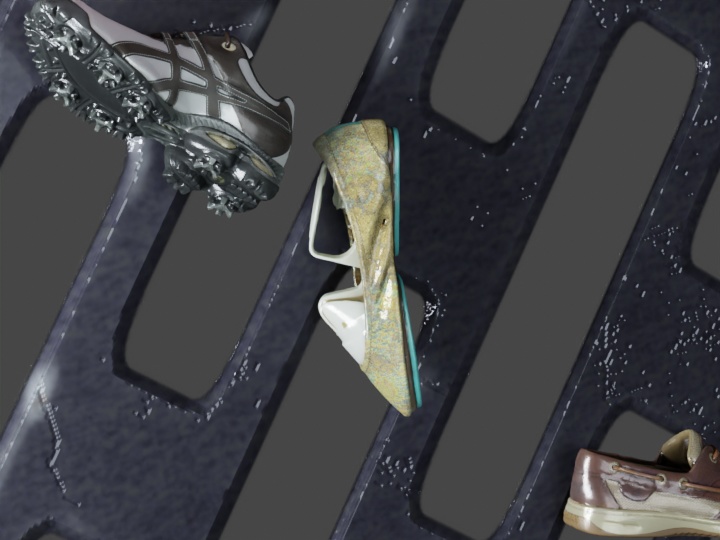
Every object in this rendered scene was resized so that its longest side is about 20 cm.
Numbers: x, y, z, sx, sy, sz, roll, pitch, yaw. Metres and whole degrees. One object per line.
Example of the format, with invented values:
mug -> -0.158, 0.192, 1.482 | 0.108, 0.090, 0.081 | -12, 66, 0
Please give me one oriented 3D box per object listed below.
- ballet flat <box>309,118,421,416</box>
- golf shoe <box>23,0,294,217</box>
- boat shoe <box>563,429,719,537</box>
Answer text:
ballet flat -> 0.000, 0.000, 1.705 | 0.071, 0.071, 0.200 | -10, 101, -28
golf shoe -> -0.124, -0.123, 1.623 | 0.200, 0.078, 0.095 | 40, 59, -28
boat shoe -> 0.239, 0.150, 1.845 | 0.200, 0.072, 0.072 | 1, 96, -23
